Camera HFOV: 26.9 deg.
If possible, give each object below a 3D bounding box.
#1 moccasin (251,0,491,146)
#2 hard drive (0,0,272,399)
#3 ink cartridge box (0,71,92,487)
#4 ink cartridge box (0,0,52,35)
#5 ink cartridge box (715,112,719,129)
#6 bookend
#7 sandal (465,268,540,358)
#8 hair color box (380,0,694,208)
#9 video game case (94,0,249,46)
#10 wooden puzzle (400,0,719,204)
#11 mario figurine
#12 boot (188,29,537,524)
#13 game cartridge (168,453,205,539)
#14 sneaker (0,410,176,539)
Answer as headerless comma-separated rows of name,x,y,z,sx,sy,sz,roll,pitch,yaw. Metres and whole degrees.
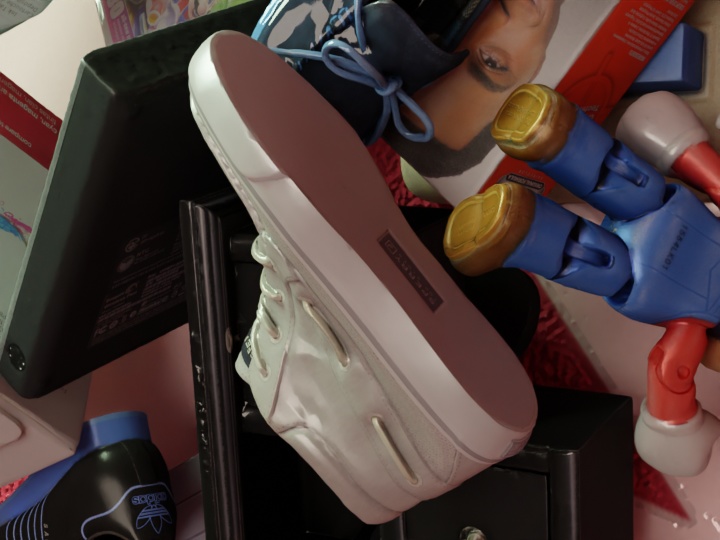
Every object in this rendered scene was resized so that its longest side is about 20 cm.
moccasin,0.012,-0.108,0.627,0.200,0.080,0.068,-57,47,17
hard drive,-0.093,-0.035,0.714,0.033,0.139,0.200,45,134,18
ink cartridge box,-0.237,0.010,0.822,0.145,0.145,0.200,-26,42,28
ink cartridge box,-0.217,-0.174,0.814,0.200,0.050,0.162,-48,47,21
ink cartridge box,0.268,-0.075,0.592,0.200,0.084,0.145,32,107,27
bookend,0.032,0.062,0.678,0.199,0.092,0.199,5,106,27
sandal,0.000,0.000,0.765,0.200,0.045,0.075,14,83,40
hair color box,0.085,-0.129,0.668,0.102,0.061,0.200,45,110,28
video game case,-0.066,-0.168,0.816,0.200,0.018,0.144,-34,57,27
wooden puzzle,0.098,-0.133,0.720,0.185,0.046,0.201,1,91,32
mario figurine,0.129,0.005,0.645,0.200,0.106,0.124,29,116,-18
boot,-0.024,0.009,0.599,0.096,0.074,0.200,-38,86,30
game cartridge,-0.031,0.140,0.812,0.200,0.038,0.130,-31,79,28
sneaker,-0.160,0.157,0.840,0.200,0.070,0.078,-51,53,46
